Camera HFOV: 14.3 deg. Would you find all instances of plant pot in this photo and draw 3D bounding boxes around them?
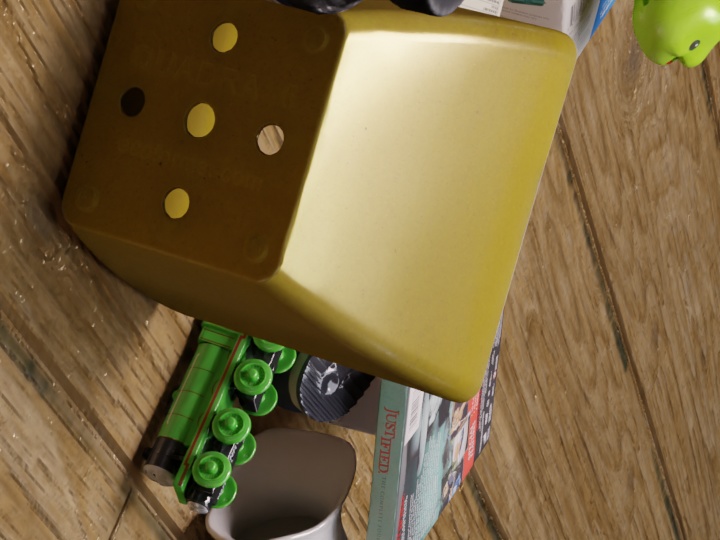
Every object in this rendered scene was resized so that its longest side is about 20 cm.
[{"bbox_3d":[-0.037,-0.060,1.459,0.176,0.199,0.201,14,92,-60],"label":"plant pot"}]

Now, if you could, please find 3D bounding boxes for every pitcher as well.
[{"bbox_3d":[-0.053,0.224,1.755,0.172,0.121,0.201,-42,135,-44],"label":"pitcher"}]

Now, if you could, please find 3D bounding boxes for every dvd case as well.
[{"bbox_3d":[0.049,0.087,1.775,0.200,0.022,0.146,-52,151,-58],"label":"dvd case"}]

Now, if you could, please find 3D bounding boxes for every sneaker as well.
[{"bbox_3d":[0.000,0.000,1.721,0.200,0.082,0.070,-49,131,-24],"label":"sneaker"}]

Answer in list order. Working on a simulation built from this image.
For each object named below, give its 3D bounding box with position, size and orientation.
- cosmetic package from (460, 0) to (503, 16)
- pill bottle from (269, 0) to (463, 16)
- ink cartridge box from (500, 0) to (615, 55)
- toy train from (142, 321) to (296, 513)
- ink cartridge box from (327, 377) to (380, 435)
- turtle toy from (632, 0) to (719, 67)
[{"bbox_3d":[0.046,-0.190,1.743,0.105,0.071,0.201,5,100,-72],"label":"cosmetic package"},{"bbox_3d":[-0.043,-0.180,1.300,0.112,0.199,0.112,17,90,-71],"label":"pill bottle"},{"bbox_3d":[0.132,-0.245,1.948,0.116,0.067,0.201,-55,154,-45],"label":"ink cartridge box"},{"bbox_3d":[-0.068,0.046,1.641,0.042,0.056,0.200,81,30,-62],"label":"toy train"},{"bbox_3d":[0.039,-0.005,1.857,0.145,0.084,0.201,-28,132,-64],"label":"ink cartridge box"},{"bbox_3d":[0.216,-0.238,1.928,0.146,0.101,0.201,-17,121,-68],"label":"turtle toy"}]
